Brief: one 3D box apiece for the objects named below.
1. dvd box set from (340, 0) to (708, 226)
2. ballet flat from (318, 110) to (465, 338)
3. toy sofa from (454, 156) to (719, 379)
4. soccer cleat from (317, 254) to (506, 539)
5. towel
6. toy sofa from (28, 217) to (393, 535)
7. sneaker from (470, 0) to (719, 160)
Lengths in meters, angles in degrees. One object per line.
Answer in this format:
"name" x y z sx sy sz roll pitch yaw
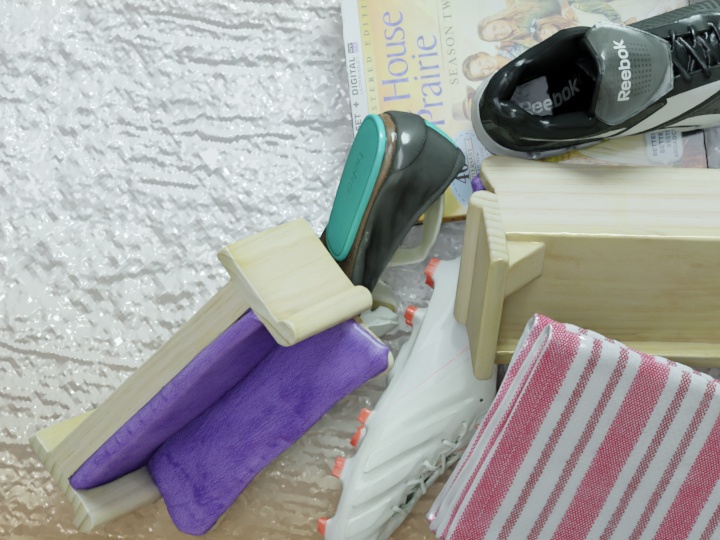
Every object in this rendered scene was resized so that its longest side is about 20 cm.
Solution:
"dvd box set" 0.092 -0.106 1.551 0.199 0.029 0.147 -6 86 8
"ballet flat" 0.000 0.000 1.526 0.068 0.068 0.200 13 127 -26
"toy sofa" 0.154 0.001 1.486 0.199 0.098 0.083 1 126 -7
"soccer cleat" 0.039 0.087 1.531 0.077 0.069 0.201 24 88 7
"towel" 0.151 0.113 1.474 0.199 0.030 0.147 19 114 -17
"toy sofa" -0.082 0.071 1.502 0.200 0.083 0.098 -42 78 32
"sneaker" 0.154 -0.106 1.480 0.199 0.090 0.067 -15 85 7
